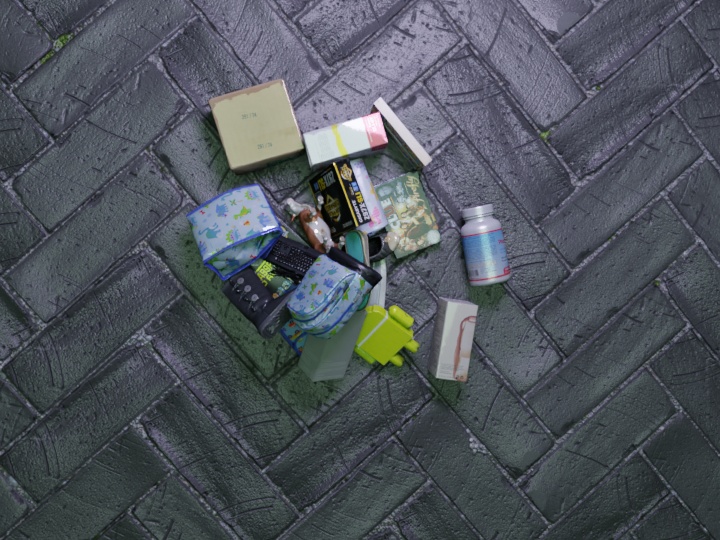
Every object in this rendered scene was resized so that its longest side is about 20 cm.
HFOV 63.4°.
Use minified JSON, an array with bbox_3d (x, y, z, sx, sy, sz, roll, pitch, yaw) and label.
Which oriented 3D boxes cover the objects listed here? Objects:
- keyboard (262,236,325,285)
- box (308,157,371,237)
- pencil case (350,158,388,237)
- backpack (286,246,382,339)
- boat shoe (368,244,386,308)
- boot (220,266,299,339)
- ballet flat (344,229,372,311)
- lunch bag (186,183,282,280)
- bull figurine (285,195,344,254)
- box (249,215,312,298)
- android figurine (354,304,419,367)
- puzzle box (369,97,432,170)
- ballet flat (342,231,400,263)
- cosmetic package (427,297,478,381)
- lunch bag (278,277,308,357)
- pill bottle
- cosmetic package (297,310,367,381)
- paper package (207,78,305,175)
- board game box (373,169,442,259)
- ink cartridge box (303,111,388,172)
[{"bbox_3d":[-0.159,-0.018,1.441,0.198,0.040,0.105,22,82,21],"label":"keyboard"},{"bbox_3d":[-0.054,-0.174,1.447,0.049,0.200,0.161,-21,94,-22],"label":"box"},{"bbox_3d":[-0.002,-0.184,1.495,0.090,0.083,0.202,-21,92,20],"label":"pencil case"},{"bbox_3d":[-0.072,0.056,1.335,0.153,0.163,0.201,23,97,-46],"label":"backpack"},{"bbox_3d":[0.027,0.030,1.528,0.071,0.070,0.203,1,96,-10],"label":"boat shoe"},{"bbox_3d":[-0.231,0.051,1.431,0.165,0.200,0.066,-41,140,-12],"label":"boot"},{"bbox_3d":[0.000,0.000,1.442,0.069,0.069,0.203,-2,87,-4],"label":"ballet flat"},{"bbox_3d":[-0.304,-0.104,1.444,0.199,0.128,0.171,-33,60,3],"label":"lunch bag"},{"bbox_3d":[-0.114,-0.113,1.476,0.065,0.121,0.201,-30,85,-27],"label":"bull figurine"},{"bbox_3d":[-0.225,-0.016,1.522,0.160,0.044,0.200,42,90,-5],"label":"box"},{"bbox_3d":[0.052,0.166,1.520,0.199,0.041,0.182,36,116,-10],"label":"android figurine"},{"bbox_3d":[0.100,-0.341,1.481,0.025,0.133,0.200,-41,94,-1],"label":"puzzle box"},{"bbox_3d":[0.011,-0.052,1.488,0.198,0.057,0.067,-19,59,27],"label":"ballet flat"},{"bbox_3d":[0.242,0.179,1.537,0.086,0.103,0.203,8,94,-6],"label":"cosmetic package"},{"bbox_3d":[-0.130,0.137,1.508,0.150,0.094,0.201,-41,123,-11],"label":"lunch bag"},{"bbox_3d":[0.322,-0.067,1.524,0.107,0.109,0.202,-12,95,-3],"label":"pill bottle"},{"bbox_3d":[-0.071,0.171,1.465,0.106,0.090,0.202,5,111,-42],"label":"cosmetic package"},{"bbox_3d":[-0.258,-0.359,1.472,0.198,0.103,0.193,-17,96,-3],"label":"paper package"},{"bbox_3d":[0.120,-0.148,1.543,0.134,0.035,0.202,-22,94,-2],"label":"board game box"},{"bbox_3d":[-0.041,-0.319,1.466,0.198,0.145,0.084,-17,94,-3],"label":"ink cartridge box"}]
